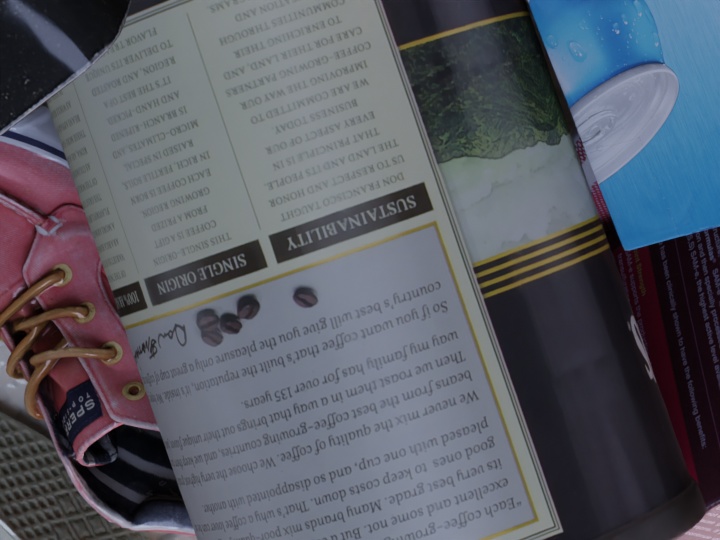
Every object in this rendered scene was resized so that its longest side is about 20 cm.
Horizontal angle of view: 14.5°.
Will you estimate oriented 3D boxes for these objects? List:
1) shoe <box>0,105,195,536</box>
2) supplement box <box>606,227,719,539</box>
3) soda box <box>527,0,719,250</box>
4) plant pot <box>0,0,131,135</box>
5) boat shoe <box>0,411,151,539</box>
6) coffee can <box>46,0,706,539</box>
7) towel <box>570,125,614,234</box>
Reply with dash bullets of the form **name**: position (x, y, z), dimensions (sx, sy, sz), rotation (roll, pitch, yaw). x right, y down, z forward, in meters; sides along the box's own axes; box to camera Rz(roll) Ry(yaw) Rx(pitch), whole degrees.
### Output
- **shoe**: position (-0.091, 0.016, 0.922), dimensions (0.200, 0.091, 0.072), rotation (27, 134, -12)
- **supplement box**: position (0.114, 0.035, 0.900), dimensions (0.061, 0.109, 0.200), rotation (14, 145, -36)
- **soda box**: position (0.079, -0.113, 0.803), dimensions (0.068, 0.064, 0.201), rotation (-15, 100, 37)
- **plant pot**: position (-0.185, -0.111, 0.780), dimensions (0.199, 0.200, 0.177), rotation (-34, 111, 19)
- **boat shoe**: position (-0.142, 0.092, 1.011), dimensions (0.200, 0.075, 0.062), rotation (38, 121, -25)
- **coffee can**: position (0.000, 0.000, 0.826), dimensions (0.146, 0.146, 0.201), rotation (-19, 91, 8)
- **towel**: position (0.146, -0.012, 0.961), dimensions (0.199, 0.030, 0.146), rotation (7, 146, -17)
